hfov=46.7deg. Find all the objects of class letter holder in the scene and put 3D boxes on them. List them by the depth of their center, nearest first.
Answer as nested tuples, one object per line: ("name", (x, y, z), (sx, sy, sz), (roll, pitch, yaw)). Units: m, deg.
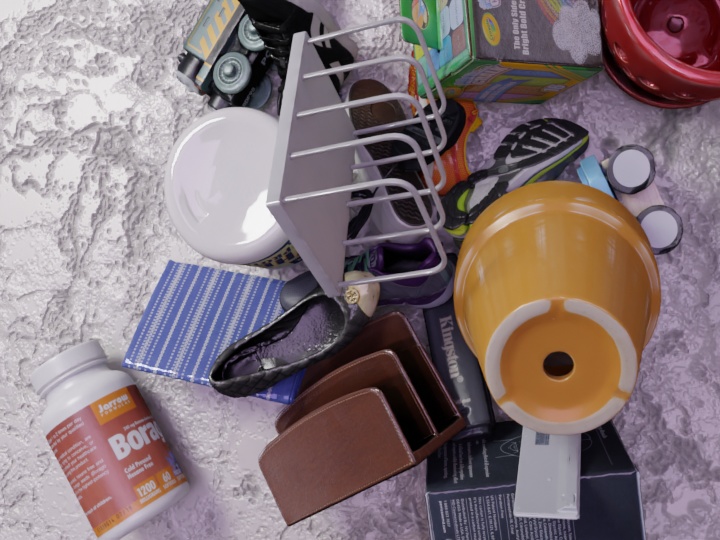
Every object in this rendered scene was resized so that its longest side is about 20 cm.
("letter holder", (-0.018, 0.147, 0.849), (0.199, 0.100, 0.144), (-35, 80, 38))

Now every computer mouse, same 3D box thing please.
("computer mouse", (0.038, -0.095, 0.843), (0.200, 0.034, 0.058), (-47, 51, -10))

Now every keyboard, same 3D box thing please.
("keyboard", (0.180, 0.159, 0.788), (0.055, 0.201, 0.011), (-8, 116, 20))

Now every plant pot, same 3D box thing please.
("plant pot", (0.176, 0.043, 0.752), (0.195, 0.184, 0.205), (4, 112, 10))
("plant pot", (0.330, -0.260, 0.816), (0.195, 0.182, 0.206), (0, 87, 8))

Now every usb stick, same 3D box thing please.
("usb stick", (0.099, 0.078, 0.880), (0.054, 0.033, 0.204), (-12, 65, 8))

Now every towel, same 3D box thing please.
("towel", (-0.145, 0.065, 0.919), (0.195, 0.024, 0.147), (11, 55, 9))

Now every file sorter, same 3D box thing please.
("file sorter", (0.009, -0.106, 0.753), (0.122, 0.140, 0.204), (-9, 54, 18))

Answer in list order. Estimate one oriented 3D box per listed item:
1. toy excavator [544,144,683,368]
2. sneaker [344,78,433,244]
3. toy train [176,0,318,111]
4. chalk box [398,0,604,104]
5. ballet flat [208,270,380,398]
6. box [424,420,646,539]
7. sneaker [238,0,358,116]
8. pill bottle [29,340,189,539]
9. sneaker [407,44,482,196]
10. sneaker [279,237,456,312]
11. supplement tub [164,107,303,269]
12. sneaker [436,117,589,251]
("toy excavator", (0.240, -0.009, 0.875), (0.197, 0.100, 0.198), (-26, 88, 19))
("sneaker", (0.019, -0.112, 0.916), (0.071, 0.085, 0.204), (-6, 64, -18))
("toy train", (-0.129, -0.274, 0.940), (0.113, 0.085, 0.203), (33, 95, 20))
("chalk box", (0.123, -0.245, 0.830), (0.195, 0.123, 0.128), (-1, 84, -21))
("ballet flat", (-0.063, 0.068, 0.831), (0.198, 0.057, 0.067), (-35, 81, 6))
("box", (0.167, 0.225, 0.830), (0.195, 0.149, 0.110), (-9, 101, 8))
("sneaker", (-0.069, -0.215, 0.866), (0.072, 0.199, 0.115), (17, 89, 30))
("pill bottle", (-0.281, 0.186, 0.923), (0.111, 0.112, 0.203), (-31, 84, 6))
("sneaker", (0.093, -0.185, 0.914), (0.075, 0.073, 0.206), (-5, 94, -6))
("sneaker", (0.000, 0.000, 0.873), (0.195, 0.088, 0.076), (-10, 58, 12))
("supplement tub", (-0.102, -0.077, 0.861), (0.141, 0.200, 0.149), (0, 88, 10))
("sneaker", (0.167, -0.088, 0.894), (0.199, 0.082, 0.074), (-38, 46, -10))
